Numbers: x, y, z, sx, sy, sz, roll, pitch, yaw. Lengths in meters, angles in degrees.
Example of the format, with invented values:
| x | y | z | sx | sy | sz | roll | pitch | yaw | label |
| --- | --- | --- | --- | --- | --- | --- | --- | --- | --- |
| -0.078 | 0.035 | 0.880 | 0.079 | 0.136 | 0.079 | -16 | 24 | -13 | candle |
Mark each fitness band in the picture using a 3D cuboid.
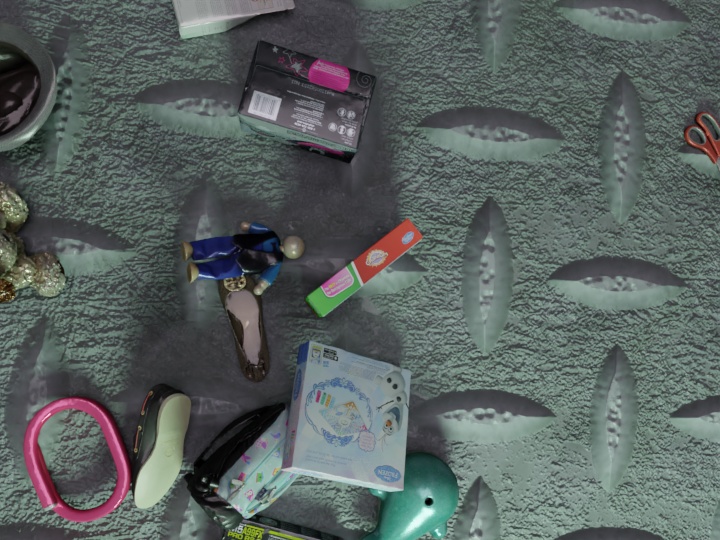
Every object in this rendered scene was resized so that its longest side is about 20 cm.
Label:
| x | y | z | sx | sy | sz | roll | pitch | yaw | label |
| --- | --- | --- | --- | --- | --- | --- | --- | --- | --- |
| -0.451 | 0.301 | 1.046 | 0.143 | 0.037 | 0.200 | -23 | 86 | -8 | fitness band |

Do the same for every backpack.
| x | y | z | sx | sy | sz | roll | pitch | yaw | label |
| --- | --- | --- | --- | --- | --- | --- | --- | --- | --- |
| -0.169 | 0.307 | 1.042 | 0.200 | 0.167 | 0.127 | -42 | 102 | -22 | backpack |

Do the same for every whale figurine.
| x | y | z | sx | sy | sz | roll | pitch | yaw | label |
| --- | --- | --- | --- | --- | --- | --- | --- | --- | --- |
| 0.081 | 0.400 | 1.085 | 0.159 | 0.104 | 0.200 | 38 | 81 | -5 | whale figurine |

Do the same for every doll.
| x | y | z | sx | sy | sz | roll | pitch | yaw | label |
| --- | --- | --- | --- | --- | --- | --- | --- | --- | --- |
| -0.187 | -0.023 | 1.085 | 0.200 | 0.048 | 0.137 | -11 | 68 | -24 | doll |

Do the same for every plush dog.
| x | y | z | sx | sy | sz | roll | pitch | yaw | label |
| --- | --- | --- | --- | --- | --- | --- | --- | --- | --- |
| -0.568 | -0.026 | 0.984 | 0.160 | 0.172 | 0.200 | -29 | 92 | -8 | plush dog |

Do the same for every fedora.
| x | y | z | sx | sy | sz | roll | pitch | yaw | label |
| --- | --- | --- | --- | --- | --- | --- | --- | --- | --- |
| -0.562 | -0.280 | 1.039 | 0.177 | 0.090 | 0.200 | 32 | 90 | -4 | fedora |

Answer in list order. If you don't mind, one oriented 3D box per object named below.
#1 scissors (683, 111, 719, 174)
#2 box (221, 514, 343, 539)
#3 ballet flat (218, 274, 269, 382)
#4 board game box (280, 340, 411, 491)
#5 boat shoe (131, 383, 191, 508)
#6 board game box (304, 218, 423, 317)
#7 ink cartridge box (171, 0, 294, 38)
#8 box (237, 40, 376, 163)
| x | y | z | sx | sy | sz | roll | pitch | yaw | label |
| --- | --- | --- | --- | --- | --- | --- | --- | --- | --- |
| 0.690 | -0.209 | 1.247 | 0.073 | 0.014 | 0.200 | -36 | 91 | -10 | scissors |
| -0.143 | 0.500 | 1.080 | 0.200 | 0.044 | 0.160 | 17 | 84 | -7 | box |
| -0.192 | 0.088 | 1.093 | 0.067 | 0.046 | 0.200 | -11 | 88 | -9 | ballet flat |
| -0.016 | 0.235 | 1.048 | 0.200 | 0.043 | 0.199 | 20 | 59 | -25 | board game box |
| -0.329 | 0.283 | 1.060 | 0.074 | 0.063 | 0.202 | 8 | 100 | -50 | boat shoe |
| 0.000 | 0.000 | 1.072 | 0.200 | 0.153 | 0.040 | -38 | 91 | -9 | board game box |
| -0.229 | -0.499 | 1.123 | 0.200 | 0.050 | 0.161 | -14 | 89 | -12 | ink cartridge box |
| -0.090 | -0.274 | 1.093 | 0.200 | 0.115 | 0.132 | 16 | 86 | -6 | box |
